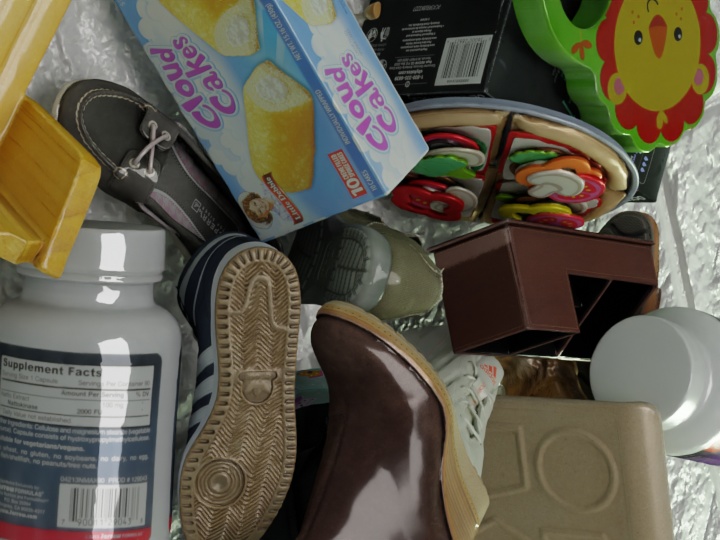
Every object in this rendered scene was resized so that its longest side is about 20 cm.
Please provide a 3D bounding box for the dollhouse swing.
[{"bbox_3d":[-0.224,-0.136,1.085,0.200,0.182,0.176,32,95,-39],"label":"dollhouse swing"}]

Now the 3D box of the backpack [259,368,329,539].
[{"bbox_3d":[-0.026,0.169,1.309,0.166,0.127,0.201,-16,106,-7],"label":"backpack"}]

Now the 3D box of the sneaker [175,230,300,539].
[{"bbox_3d":[-0.083,0.072,1.225,0.070,0.108,0.201,5,102,-18],"label":"sneaker"}]

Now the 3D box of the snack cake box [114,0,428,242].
[{"bbox_3d":[-0.059,-0.129,1.223,0.201,0.115,0.067,59,39,-14],"label":"snack cake box"}]

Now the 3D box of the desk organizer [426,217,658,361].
[{"bbox_3d":[0.140,0.018,1.399,0.199,0.071,0.078,6,69,-51],"label":"desk organizer"}]

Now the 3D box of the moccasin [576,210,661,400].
[{"bbox_3d":[0.211,0.053,1.557,0.078,0.073,0.203,-3,95,-56],"label":"moccasin"}]

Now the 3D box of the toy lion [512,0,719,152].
[{"bbox_3d":[0.174,-0.176,1.305,0.199,0.068,0.193,-1,95,-44],"label":"toy lion"}]

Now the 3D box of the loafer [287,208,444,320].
[{"bbox_3d":[0.000,0.000,1.278,0.069,0.200,0.076,18,97,-19],"label":"loafer"}]

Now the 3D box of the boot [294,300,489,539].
[{"bbox_3d":[-0.007,0.139,1.184,0.166,0.072,0.201,-48,121,-29],"label":"boot"}]

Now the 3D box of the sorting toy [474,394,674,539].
[{"bbox_3d":[0.134,0.178,1.432,0.036,0.199,0.186,-34,120,-58],"label":"sorting toy"}]

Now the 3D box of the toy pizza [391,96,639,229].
[{"bbox_3d":[0.093,-0.064,1.347,0.200,0.199,0.032,27,63,-40],"label":"toy pizza"}]

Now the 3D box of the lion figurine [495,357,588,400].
[{"bbox_3d":[0.161,0.126,1.466,0.072,0.200,0.123,-24,145,-32],"label":"lion figurine"}]

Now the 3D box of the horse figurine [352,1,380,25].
[{"bbox_3d":[-0.044,-0.146,1.280,0.050,0.132,0.201,-43,136,-42],"label":"horse figurine"}]

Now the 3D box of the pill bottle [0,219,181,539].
[{"bbox_3d":[-0.169,0.072,1.185,0.119,0.119,0.201,1,95,-42],"label":"pill bottle"}]

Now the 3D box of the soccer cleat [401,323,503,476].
[{"bbox_3d":[0.066,0.090,1.358,0.077,0.200,0.070,-18,117,2],"label":"soccer cleat"}]

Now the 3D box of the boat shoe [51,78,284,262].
[{"bbox_3d":[-0.116,-0.058,1.240,0.200,0.057,0.067,46,60,-45],"label":"boat shoe"}]

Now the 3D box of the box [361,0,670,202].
[{"bbox_3d":[0.115,-0.139,1.388,0.199,0.148,0.125,27,74,-41],"label":"box"}]

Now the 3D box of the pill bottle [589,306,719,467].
[{"bbox_3d":[0.253,0.088,1.474,0.200,0.111,0.112,16,85,-56],"label":"pill bottle"}]
